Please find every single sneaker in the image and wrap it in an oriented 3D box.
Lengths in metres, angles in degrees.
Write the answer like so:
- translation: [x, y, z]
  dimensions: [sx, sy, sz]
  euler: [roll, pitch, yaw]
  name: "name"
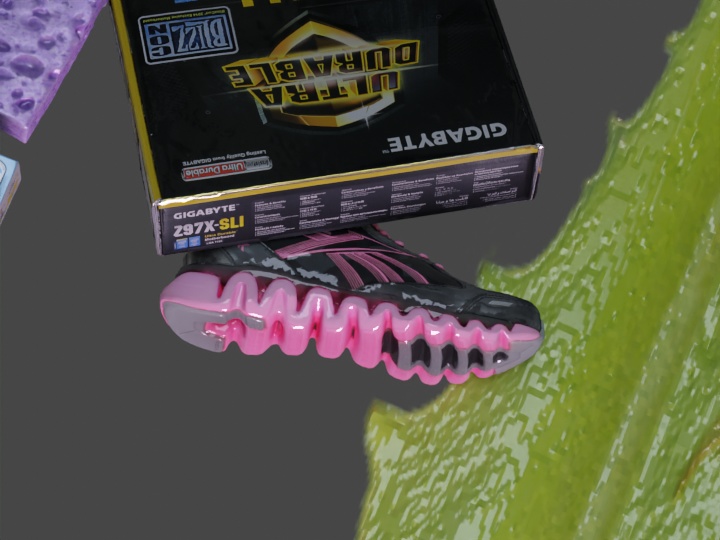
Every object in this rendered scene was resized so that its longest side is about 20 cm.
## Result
- translation: [0.000, 0.000, 1.059]
  dimensions: [0.199, 0.079, 0.096]
  euler: [10, 64, -6]
  name: "sneaker"

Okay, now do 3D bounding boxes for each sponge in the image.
- translation: [-0.178, -0.181, 1.097]
  dimensions: [0.111, 0.030, 0.201]
  euler: [28, 74, 0]
  name: "sponge"

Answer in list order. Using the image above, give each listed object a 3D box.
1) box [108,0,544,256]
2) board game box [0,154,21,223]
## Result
- translation: [-0.022, -0.097, 1.060]
  dimensions: [0.199, 0.049, 0.160]
  euler: [-8, 54, -9]
  name: "box"
- translation: [-0.291, -0.028, 1.041]
  dimensions: [0.199, 0.034, 0.135]
  euler: [21, 75, -2]
  name: "board game box"
